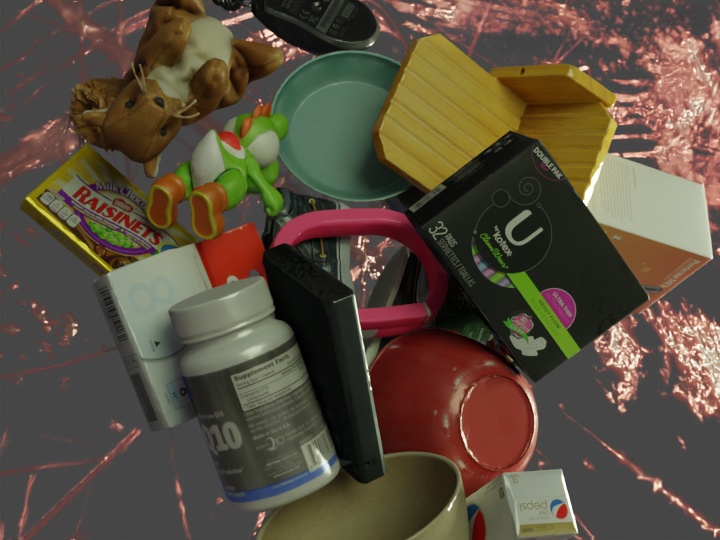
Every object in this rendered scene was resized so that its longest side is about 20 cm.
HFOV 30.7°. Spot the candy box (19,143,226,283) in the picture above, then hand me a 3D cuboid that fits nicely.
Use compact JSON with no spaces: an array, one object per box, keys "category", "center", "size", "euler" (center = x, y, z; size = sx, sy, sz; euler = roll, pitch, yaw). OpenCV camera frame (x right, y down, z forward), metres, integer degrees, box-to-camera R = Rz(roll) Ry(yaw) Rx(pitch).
[{"category":"candy box","center":[-0.240,-0.033,1.346],"size":[0.200,0.026,0.102],"euler":[41,50,-2]}]

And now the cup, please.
[{"category":"cup","center":[0.021,0.280,1.217],"size":[0.200,0.200,0.143],"euler":[-33,110,-37]}]

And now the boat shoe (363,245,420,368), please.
[{"category":"boat shoe","center":[0.035,0.068,1.408],"size":[0.060,0.076,0.200],"euler":[25,66,-12]}]

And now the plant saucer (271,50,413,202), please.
[{"category":"plant saucer","center":[-0.006,-0.160,1.508],"size":[0.200,0.036,0.200],"euler":[2,65,-5]}]

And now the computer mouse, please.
[{"category":"computer mouse","center":[-0.071,-0.314,1.589],"size":[0.200,0.053,0.139],"euler":[29,54,5]}]

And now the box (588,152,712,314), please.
[{"category":"box","center":[0.288,-0.048,1.557],"size":[0.200,0.152,0.107],"euler":[15,55,-19]}]

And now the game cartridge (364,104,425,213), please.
[{"category":"game cartridge","center":[0.086,-0.115,1.545],"size":[0.133,0.040,0.200],"euler":[-17,69,-25]}]

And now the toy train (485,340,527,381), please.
[{"category":"toy train","center":[0.164,0.086,1.487],"size":[0.046,0.034,0.200],"euler":[15,56,-16]}]

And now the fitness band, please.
[{"category":"fitness band","center":[0.000,0.000,1.356],"size":[0.200,0.037,0.144],"euler":[-3,59,-26]}]

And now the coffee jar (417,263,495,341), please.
[{"category":"coffee jar","center":[0.168,0.028,1.456],"size":[0.200,0.085,0.104],"euler":[-2,56,-7]}]

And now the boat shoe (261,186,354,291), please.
[{"category":"boat shoe","center":[-0.061,0.002,1.397],"size":[0.091,0.071,0.201],"euler":[16,49,-21]}]

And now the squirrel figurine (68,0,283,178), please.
[{"category":"squirrel figurine","center":[-0.210,-0.173,1.346],"size":[0.142,0.200,0.187],"euler":[42,50,-21]}]

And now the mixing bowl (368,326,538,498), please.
[{"category":"mixing bowl","center":[0.107,0.153,1.329],"size":[0.200,0.108,0.201],"euler":[5,81,-34]}]

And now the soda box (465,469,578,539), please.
[{"category":"soda box","center":[0.125,0.254,1.261],"size":[0.068,0.200,0.064],"euler":[1,62,-25]}]

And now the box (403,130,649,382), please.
[{"category":"box","center":[0.165,-0.017,1.331],"size":[0.148,0.124,0.200],"euler":[-37,102,1]}]

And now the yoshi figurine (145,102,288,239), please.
[{"category":"yoshi figurine","center":[-0.137,-0.095,1.385],"size":[0.112,0.112,0.200],"euler":[51,43,-10]}]

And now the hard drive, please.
[{"category":"hard drive","center":[-0.035,0.087,1.244],"size":[0.033,0.200,0.140],"euler":[-23,30,-22]}]

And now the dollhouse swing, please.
[{"category":"dollhouse swing","center":[0.148,-0.157,1.440],"size":[0.176,0.182,0.200],"euler":[42,64,-40]}]

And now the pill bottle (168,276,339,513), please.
[{"category":"pill bottle","center":[-0.102,0.114,1.228],"size":[0.114,0.114,0.200],"euler":[-25,99,-36]}]

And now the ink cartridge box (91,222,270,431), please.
[{"category":"ink cartridge box","center":[-0.148,0.049,1.308],"size":[0.200,0.047,0.160],"euler":[-23,92,-34]}]
